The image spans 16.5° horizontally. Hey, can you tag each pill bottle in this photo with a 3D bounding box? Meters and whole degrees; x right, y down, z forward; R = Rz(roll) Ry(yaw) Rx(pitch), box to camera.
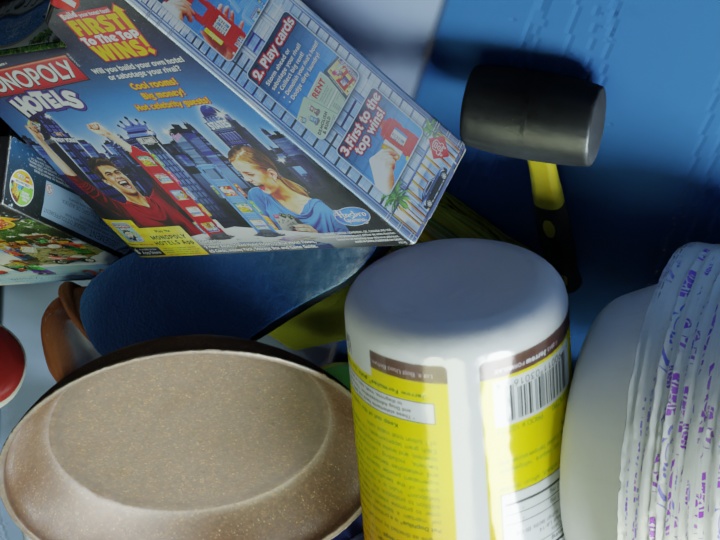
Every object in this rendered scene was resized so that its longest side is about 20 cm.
[{"bbox_3d":[0.052,0.093,1.230,0.109,0.109,0.201,5,119,18],"label":"pill bottle"}]

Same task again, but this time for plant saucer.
[{"bbox_3d":[-0.087,0.092,1.286,0.199,0.037,0.201,-5,139,-4],"label":"plant saucer"}]

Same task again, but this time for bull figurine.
[{"bbox_3d":[-0.121,0.078,1.414,0.065,0.122,0.200,-26,149,12],"label":"bull figurine"}]

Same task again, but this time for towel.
[{"bbox_3d":[0.000,0.000,1.340,0.086,0.018,0.199,36,146,-29],"label":"towel"}]

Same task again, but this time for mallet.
[{"bbox_3d":[0.100,-0.036,1.204,0.066,0.041,0.200,7,156,21],"label":"mallet"}]

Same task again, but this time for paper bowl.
[{"bbox_3d":[0.162,0.087,1.218,0.104,0.202,0.201,6,152,19],"label":"paper bowl"}]

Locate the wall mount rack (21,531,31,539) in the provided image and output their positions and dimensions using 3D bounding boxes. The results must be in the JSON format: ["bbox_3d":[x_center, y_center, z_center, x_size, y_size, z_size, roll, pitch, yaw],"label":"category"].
[{"bbox_3d":[-0.125,0.143,1.589,0.173,0.075,0.200,-13,173,-17],"label":"wall mount rack"}]

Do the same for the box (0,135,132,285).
[{"bbox_3d":[-0.225,-0.027,1.339,0.199,0.038,0.136,-4,163,31],"label":"box"}]

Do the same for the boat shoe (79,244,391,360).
[{"bbox_3d":[-0.053,0.003,1.279,0.199,0.069,0.085,-15,101,32],"label":"boat shoe"}]

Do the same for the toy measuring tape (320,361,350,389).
[{"bbox_3d":[0.018,0.096,1.472,0.199,0.074,0.073,14,158,-37],"label":"toy measuring tape"}]

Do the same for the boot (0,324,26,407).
[{"bbox_3d":[-0.268,0.029,1.357,0.199,0.073,0.144,15,163,-19],"label":"boot"}]

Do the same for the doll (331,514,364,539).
[{"bbox_3d":[0.014,0.163,1.369,0.200,0.048,0.137,39,148,15],"label":"doll"}]

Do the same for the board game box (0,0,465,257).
[{"bbox_3d":[-0.088,-0.093,1.142,0.199,0.062,0.200,-2,140,45],"label":"board game box"}]
